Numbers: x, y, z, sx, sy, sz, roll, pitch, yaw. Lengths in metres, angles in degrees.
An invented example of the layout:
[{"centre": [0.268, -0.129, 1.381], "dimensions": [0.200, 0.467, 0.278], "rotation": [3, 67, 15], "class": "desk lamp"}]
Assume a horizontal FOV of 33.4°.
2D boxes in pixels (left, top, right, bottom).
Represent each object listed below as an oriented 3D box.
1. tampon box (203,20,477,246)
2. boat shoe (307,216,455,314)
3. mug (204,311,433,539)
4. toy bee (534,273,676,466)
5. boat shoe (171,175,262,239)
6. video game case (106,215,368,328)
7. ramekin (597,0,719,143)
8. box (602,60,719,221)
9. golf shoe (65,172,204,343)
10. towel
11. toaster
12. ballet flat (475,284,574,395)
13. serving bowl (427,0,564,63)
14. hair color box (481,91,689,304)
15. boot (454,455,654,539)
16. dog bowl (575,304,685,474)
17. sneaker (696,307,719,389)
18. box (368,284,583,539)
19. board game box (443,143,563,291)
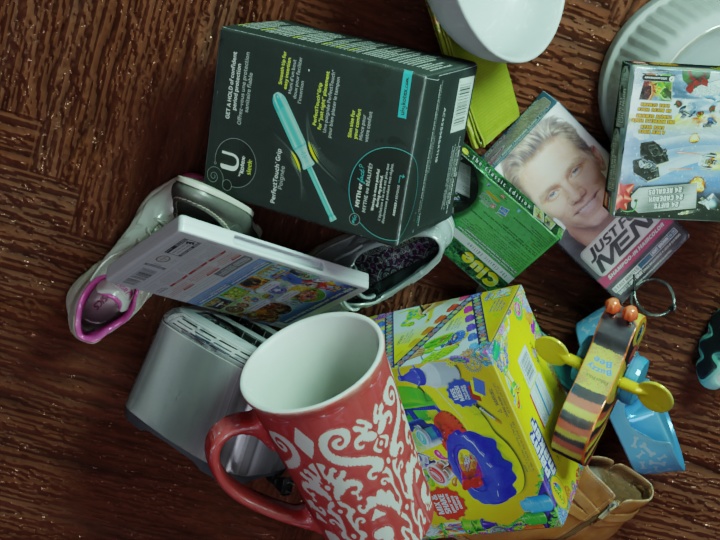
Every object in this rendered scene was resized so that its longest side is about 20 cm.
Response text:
[{"centre": [-0.019, -0.128, 1.069], "dimensions": [0.198, 0.126, 0.151], "rotation": [17, 110, 22], "class": "tampon box"}, {"centre": [0.001, 0.000, 1.167], "dimensions": [0.200, 0.072, 0.070], "rotation": [-30, 108, 24], "class": "boat shoe"}, {"centre": [-0.031, 0.159, 1.087], "dimensions": [0.176, 0.134, 0.201], "rotation": [-9, 123, 21], "class": "mug"}, {"centre": [0.226, 0.074, 1.115], "dimensions": [0.130, 0.202, 0.109], "rotation": [2, 155, 15], "class": "toy bee"}, {"centre": [-0.132, -0.034, 1.096], "dimensions": [0.066, 0.200, 0.057], "rotation": [20, 83, 10], "class": "boat shoe"}, {"centre": [-0.112, 0.006, 1.100], "dimensions": [0.199, 0.018, 0.143], "rotation": [18, 152, -33], "class": "video game case"}, {"centre": [0.337, -0.166, 1.148], "dimensions": [0.198, 0.105, 0.202], "rotation": [-2, 109, -5], "class": "ramekin"}, {"centre": [0.327, -0.114, 1.088], "dimensions": [0.198, 0.040, 0.138], "rotation": [3, 108, -7], "class": "box"}, {"centre": [-0.208, -0.006, 1.152], "dimensions": [0.075, 0.092, 0.200], "rotation": [38, 100, -15], "class": "golf shoe"}, {"centre": [0.104, -0.222, 1.121], "dimensions": [0.086, 0.018, 0.202], "rotation": [-39, 118, -40], "class": "towel"}, {"centre": [-0.128, 0.117, 1.161], "dimensions": [0.199, 0.113, 0.130], "rotation": [27, 104, 32], "class": "toaster"}, {"centre": [0.173, 0.097, 1.246], "dimensions": [0.072, 0.072, 0.200], "rotation": [-43, 107, 9], "class": "ballet flat"}, {"centre": [0.107, -0.281, 1.063], "dimensions": [0.065, 0.200, 0.202], "rotation": [-2, 117, 39], "class": "serving bowl"}, {"centre": [0.221, -0.071, 1.192], "dimensions": [0.200, 0.061, 0.100], "rotation": [41, 100, -17], "class": "hair color box"}, {"centre": [0.192, 0.237, 1.256], "dimensions": [0.198, 0.074, 0.155], "rotation": [13, 143, -23], "class": "boot"}, {"centre": [0.279, 0.127, 1.245], "dimensions": [0.049, 0.112, 0.201], "rotation": [-22, 111, 16], "class": "dog bowl"}, {"centre": [0.452, 0.059, 1.253], "dimensions": [0.139, 0.078, 0.201], "rotation": [27, 105, -14], "class": "sneaker"}, {"centre": [0.093, 0.145, 1.182], "dimensions": [0.191, 0.122, 0.201], "rotation": [-14, 113, 31], "class": "box"}, {"centre": [0.089, -0.069, 1.159], "dimensions": [0.200, 0.024, 0.105], "rotation": [40, 127, -8], "class": "board game box"}]
